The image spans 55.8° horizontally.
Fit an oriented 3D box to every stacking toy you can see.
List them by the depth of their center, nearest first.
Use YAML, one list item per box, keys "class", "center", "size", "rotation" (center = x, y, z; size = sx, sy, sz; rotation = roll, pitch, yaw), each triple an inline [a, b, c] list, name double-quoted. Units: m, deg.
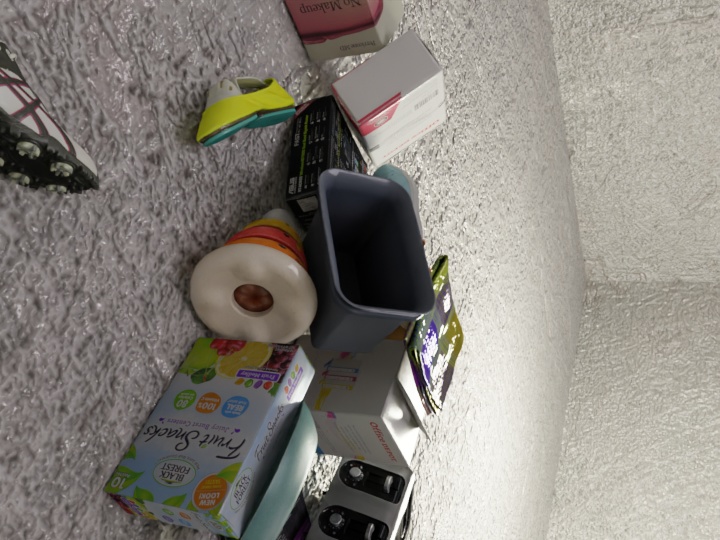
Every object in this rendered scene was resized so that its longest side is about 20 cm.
- class: "stacking toy"
  center: [-0.116, -0.018, 0.835]
  size: [0.200, 0.146, 0.146]
  rotation: [-84, 159, -53]

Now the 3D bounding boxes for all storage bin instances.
- class: "storage bin"
  center: [0.000, 0.000, 0.828]
  size: [0.145, 0.134, 0.200]
  rotation: [7, 53, -24]

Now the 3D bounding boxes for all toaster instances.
- class: "toaster"
  center: [-0.002, 0.395, 1.001]
  size: [0.181, 0.118, 0.200]
  rotation: [-58, 156, -50]

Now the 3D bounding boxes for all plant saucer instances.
- class: "plant saucer"
  center: [-0.094, 0.237, 0.732]
  size: [0.200, 0.036, 0.200]
  rotation: [-61, -176, 8]

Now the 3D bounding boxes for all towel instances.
- class: "towel"
  center: [0.101, 0.089, 0.888]
  size: [0.200, 0.023, 0.144]
  rotation: [70, 37, -50]

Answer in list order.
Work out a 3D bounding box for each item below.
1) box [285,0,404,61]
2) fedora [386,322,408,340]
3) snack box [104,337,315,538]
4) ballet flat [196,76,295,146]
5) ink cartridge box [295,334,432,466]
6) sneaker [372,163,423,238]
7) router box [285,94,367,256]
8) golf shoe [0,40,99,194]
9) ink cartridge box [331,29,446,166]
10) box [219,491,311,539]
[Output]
- class: "box"
  center: [-0.036, -0.414, 0.953]
  size: [0.200, 0.128, 0.109]
  rotation: [63, 37, -41]
- class: "fedora"
  center: [0.033, 0.073, 1.004]
  size: [0.082, 0.201, 0.201]
  rotation: [-47, 143, -5]
- class: "snack box"
  center: [-0.150, 0.164, 0.712]
  size: [0.200, 0.142, 0.053]
  rotation: [-65, 145, -39]
- class: "ballet flat"
  center: [-0.146, -0.199, 0.821]
  size: [0.067, 0.067, 0.200]
  rotation: [62, 30, -8]
- class: "ink cartridge box"
  center: [0.001, 0.180, 0.950]
  size: [0.129, 0.199, 0.125]
  rotation: [64, 36, -42]
- class: "sneaker"
  center: [0.036, -0.101, 0.975]
  size: [0.082, 0.074, 0.200]
  rotation: [33, 27, -33]
- class: "router box"
  center: [-0.042, -0.126, 0.964]
  size: [0.150, 0.062, 0.200]
  rotation: [58, 25, -46]
- class: "golf shoe"
  center: [-0.277, -0.130, 0.534]
  size: [0.200, 0.077, 0.088]
  rotation: [46, 43, -55]
- class: "ink cartridge box"
  center: [0.050, -0.254, 1.038]
  size: [0.085, 0.145, 0.200]
  rotation: [57, 3, 13]
- class: "box"
  center: [-0.126, 0.313, 0.883]
  size: [0.143, 0.036, 0.201]
  rotation: [-47, 132, -55]
